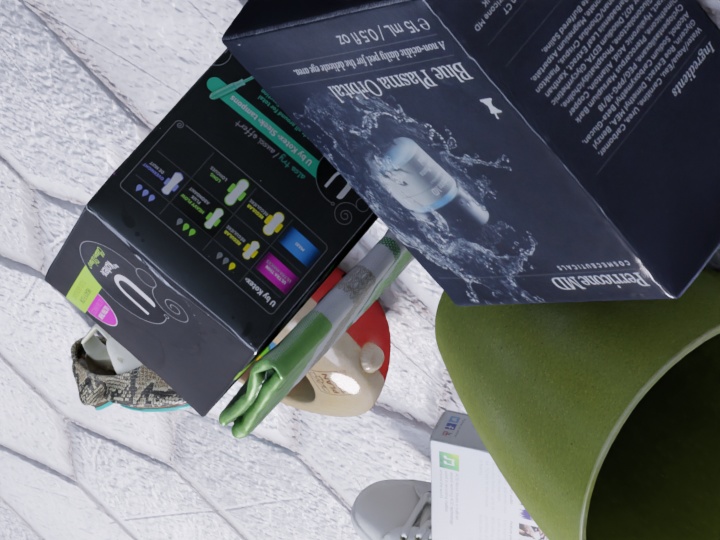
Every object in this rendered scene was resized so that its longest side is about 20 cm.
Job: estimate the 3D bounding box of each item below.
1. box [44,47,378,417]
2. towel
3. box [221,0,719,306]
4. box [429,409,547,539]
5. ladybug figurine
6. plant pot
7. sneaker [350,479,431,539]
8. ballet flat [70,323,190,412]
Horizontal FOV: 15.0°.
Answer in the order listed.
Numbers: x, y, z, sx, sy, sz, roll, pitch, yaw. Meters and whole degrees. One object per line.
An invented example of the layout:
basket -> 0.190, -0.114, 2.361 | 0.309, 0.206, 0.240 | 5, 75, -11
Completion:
box -> -0.058, -0.045, 1.511 | 0.124, 0.200, 0.149 | 40, 158, -1
towel -> 0.000, 0.000, 1.505 | 0.031, 0.200, 0.149 | 42, 158, 4
box -> 0.071, -0.091, 1.334 | 0.200, 0.118, 0.196 | 47, 157, -20
box -> 0.141, 0.169, 1.682 | 0.199, 0.036, 0.145 | 12, 128, 17
ladybug figurine -> -0.049, 0.032, 1.815 | 0.200, 0.072, 0.136 | 18, 150, 43
plant pot -> 0.134, 0.060, 1.474 | 0.200, 0.187, 0.187 | 39, 164, 46
sneaker -> 0.083, 0.178, 1.895 | 0.199, 0.073, 0.085 | 18, 149, 21
ballet flat -> -0.181, 0.071, 2.121 | 0.075, 0.068, 0.200 | 62, 155, -12
